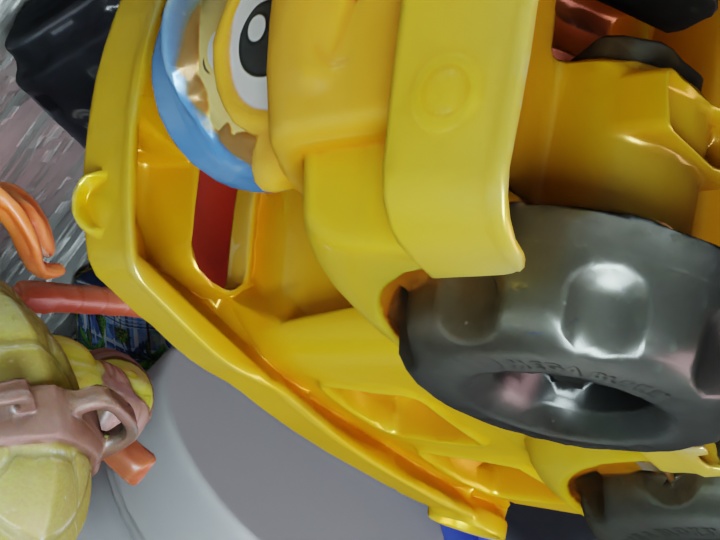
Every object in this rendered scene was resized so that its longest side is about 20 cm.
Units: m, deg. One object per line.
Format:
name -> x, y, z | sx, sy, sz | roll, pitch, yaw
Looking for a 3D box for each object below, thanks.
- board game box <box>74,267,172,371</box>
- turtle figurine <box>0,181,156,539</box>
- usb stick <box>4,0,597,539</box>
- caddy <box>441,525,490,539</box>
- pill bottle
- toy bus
board game box -> 0.015, 0.061, 0.877 | 0.200, 0.062, 0.200 | -26, 127, -35
turtle figurine -> -0.070, 0.044, 0.555 | 0.064, 0.162, 0.200 | -24, 162, 25
usb stick -> 0.000, 0.000, 0.681 | 0.055, 0.200, 0.033 | -27, -148, 34
caddy -> 0.102, 0.030, 0.807 | 0.200, 0.105, 0.142 | -30, 128, -23
pill bottle -> -0.076, 0.116, 0.767 | 0.200, 0.116, 0.116 | -46, 167, 24
toy bus -> 0.015, -0.023, 0.546 | 0.200, 0.192, 0.136 | 36, 61, -51
